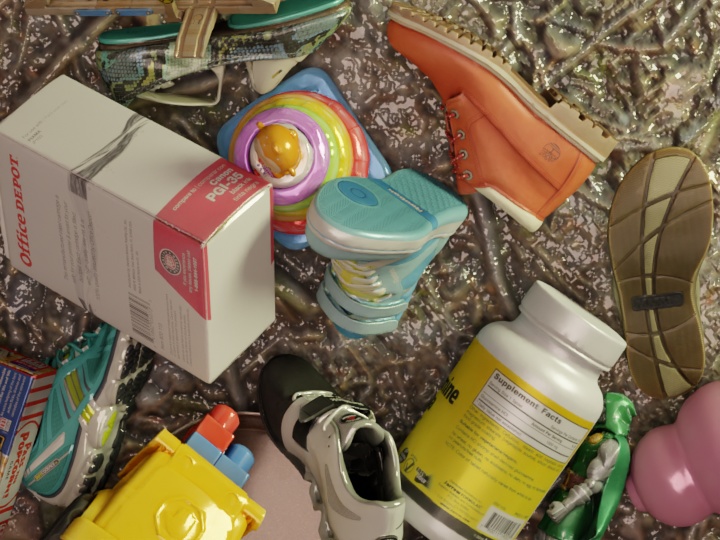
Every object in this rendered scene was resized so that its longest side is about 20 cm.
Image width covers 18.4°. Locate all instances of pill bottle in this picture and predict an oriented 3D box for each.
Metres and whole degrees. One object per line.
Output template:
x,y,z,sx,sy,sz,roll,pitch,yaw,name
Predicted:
0.111,0.113,1.682,0.112,0.112,0.201,34,96,-4,pill bottle

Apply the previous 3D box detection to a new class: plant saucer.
-0.090,0.206,1.736,0.198,0.034,0.202,0,98,-1,plant saucer

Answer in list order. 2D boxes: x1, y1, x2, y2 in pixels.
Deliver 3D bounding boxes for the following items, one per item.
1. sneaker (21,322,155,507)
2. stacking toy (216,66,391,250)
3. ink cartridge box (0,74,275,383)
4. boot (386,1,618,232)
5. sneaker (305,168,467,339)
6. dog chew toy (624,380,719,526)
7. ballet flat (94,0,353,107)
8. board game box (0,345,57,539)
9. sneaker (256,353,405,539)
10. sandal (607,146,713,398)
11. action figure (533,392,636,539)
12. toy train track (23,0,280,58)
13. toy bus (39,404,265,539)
-0.211,0.083,1.702,0.079,0.077,0.202,24,96,9,sneaker
-0.052,-0.082,1.608,0.109,0.200,0.117,-34,88,4,stacking toy
-0.163,-0.032,1.607,0.199,0.083,0.147,29,142,24,ink cartridge box
0.085,-0.116,1.672,0.199,0.075,0.108,37,102,-6,boot
0.000,0.000,1.630,0.079,0.200,0.131,38,111,20,sneaker
0.295,0.131,1.684,0.199,0.125,0.125,-26,97,13,dog chew toy
-0.098,-0.161,1.671,0.198,0.074,0.075,-8,98,8,ballet flat
-0.348,0.111,1.694,0.198,0.046,0.153,22,99,12,board game box
-0.013,0.124,1.655,0.074,0.201,0.089,-8,139,-30,sneaker
0.230,-0.001,1.699,0.079,0.054,0.202,-3,113,6,sandal
0.159,0.186,1.704,0.054,0.118,0.201,26,88,-11,action figure
-0.157,-0.209,1.650,0.198,0.115,0.033,1,140,16,toy train track
-0.153,0.194,1.652,0.135,0.200,0.193,37,61,-5,toy bus
